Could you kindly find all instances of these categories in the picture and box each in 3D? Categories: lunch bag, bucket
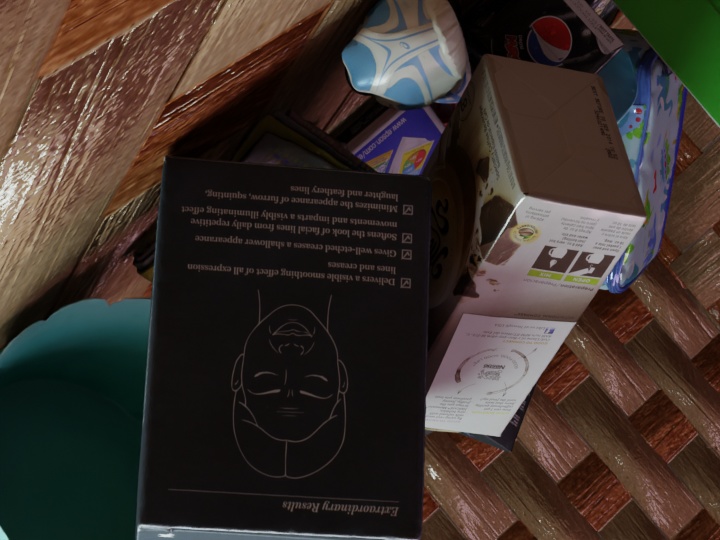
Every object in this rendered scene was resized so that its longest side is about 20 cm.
[{"bbox_3d":[0.208,-0.093,1.420,0.161,0.082,0.202,-29,129,-66],"label":"lunch bag"},{"bbox_3d":[-0.157,0.128,1.054,0.207,0.208,0.135,-36,-177,-38],"label":"bucket"}]

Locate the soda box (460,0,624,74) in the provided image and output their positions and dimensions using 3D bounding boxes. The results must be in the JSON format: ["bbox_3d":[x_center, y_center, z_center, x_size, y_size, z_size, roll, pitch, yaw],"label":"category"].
[{"bbox_3d":[0.107,-0.147,1.113,0.063,0.071,0.200,-43,-173,5],"label":"soda box"}]

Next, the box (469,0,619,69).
[{"bbox_3d":[0.139,-0.182,1.357,0.161,0.049,0.200,-39,175,-5],"label":"box"}]

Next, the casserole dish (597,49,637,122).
[{"bbox_3d":[0.130,-0.110,1.207,0.121,0.039,0.200,-41,-168,18],"label":"casserole dish"}]

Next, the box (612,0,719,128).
[{"bbox_3d":[0.226,-0.188,1.138,0.097,0.200,0.176,-41,175,17],"label":"box"}]

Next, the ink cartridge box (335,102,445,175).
[{"bbox_3d":[0.016,0.005,1.267,0.197,0.200,0.047,-40,-155,-5],"label":"ink cartridge box"}]

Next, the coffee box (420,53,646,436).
[{"bbox_3d":[0.076,-0.009,1.019,0.079,0.114,0.201,8,135,-20],"label":"coffee box"}]

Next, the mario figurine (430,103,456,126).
[{"bbox_3d":[0.062,-0.038,1.320,0.105,0.202,0.123,3,-173,25],"label":"mario figurine"}]

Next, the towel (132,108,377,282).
[{"bbox_3d":[-0.030,-0.004,1.104,0.144,0.200,0.023,-44,-146,18],"label":"towel"}]

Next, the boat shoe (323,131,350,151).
[{"bbox_3d":[0.000,0.000,1.186,0.072,0.201,0.072,6,-148,30],"label":"boat shoe"}]

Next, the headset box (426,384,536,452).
[{"bbox_3d":[0.096,0.045,1.466,0.201,0.092,0.174,-69,158,-6],"label":"headset box"}]

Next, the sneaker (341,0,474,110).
[{"bbox_3d":[0.028,-0.127,1.028,0.072,0.072,0.200,-14,-178,7],"label":"sneaker"}]

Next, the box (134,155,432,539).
[{"bbox_3d":[-0.043,0.052,0.964,0.147,0.202,0.107,5,165,-7],"label":"box"}]
